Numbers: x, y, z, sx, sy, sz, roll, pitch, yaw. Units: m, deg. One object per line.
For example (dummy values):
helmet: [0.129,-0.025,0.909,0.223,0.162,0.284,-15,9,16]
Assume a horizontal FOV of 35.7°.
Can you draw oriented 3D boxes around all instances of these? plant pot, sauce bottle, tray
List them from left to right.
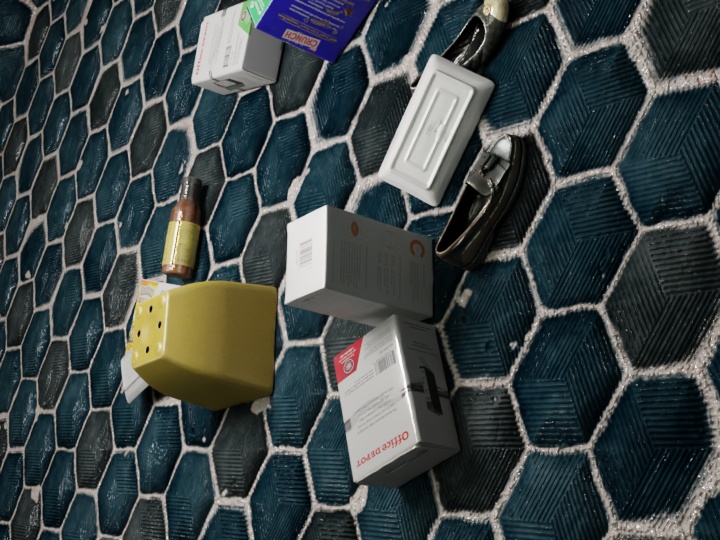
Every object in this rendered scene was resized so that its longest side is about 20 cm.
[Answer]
tray: [-0.420,0.169,2.182,0.200,0.022,0.108,-41,48,39]
sauce bottle: [-0.348,-0.085,2.219,0.066,0.066,0.201,-5,72,52]
plant pot: [-0.283,0.122,1.939,0.194,0.200,0.196,-22,61,48]
tray: [0.107,-0.206,1.642,0.107,0.022,0.200,28,103,16]

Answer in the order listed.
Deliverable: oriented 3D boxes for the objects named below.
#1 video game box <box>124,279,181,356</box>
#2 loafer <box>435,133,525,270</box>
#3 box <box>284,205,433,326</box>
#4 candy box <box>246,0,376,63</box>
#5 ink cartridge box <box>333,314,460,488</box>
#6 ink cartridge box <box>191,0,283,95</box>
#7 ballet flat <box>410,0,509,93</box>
video game box: [-0.395,0.115,2.222,0.200,0.047,0.183,6,81,54]
loafer: [0.165,-0.097,1.539,0.072,0.063,0.200,32,103,53]
box: [0.000,0.000,1.606,0.097,0.200,0.125,-22,60,48]
candy box: [-0.069,-0.476,1.902,0.200,0.169,0.077,-52,38,28]
ink cartridge box: [0.048,0.187,1.572,0.144,0.084,0.200,-38,48,38]
ink cartridge box: [-0.237,-0.433,2.180,0.200,0.084,0.146,1,78,53]
ballet flat: [0.150,-0.324,1.648,0.200,0.057,0.067,-52,43,28]
